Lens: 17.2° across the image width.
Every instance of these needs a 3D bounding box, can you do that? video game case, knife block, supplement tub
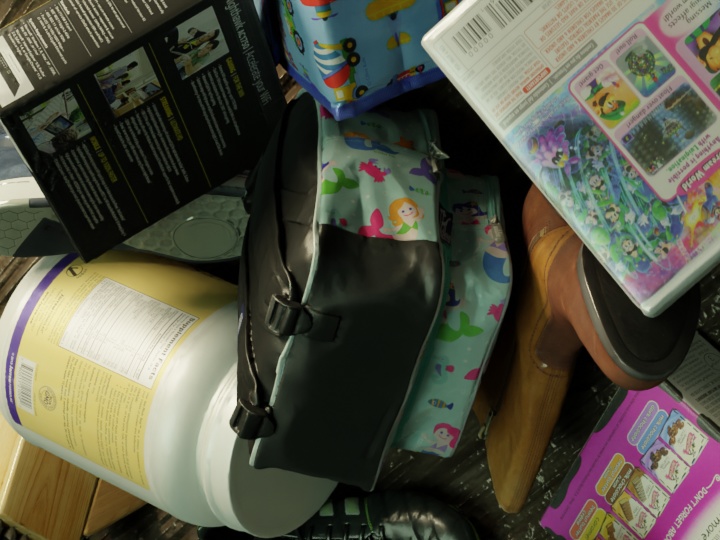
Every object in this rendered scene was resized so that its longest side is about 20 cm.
[{"bbox_3d":[0.158,-0.110,1.155,0.200,0.024,0.182,-41,77,11],"label":"video game case"},{"bbox_3d":[-0.234,0.146,1.587,0.064,0.175,0.201,-12,99,43],"label":"knife block"},{"bbox_3d":[-0.113,0.071,1.465,0.199,0.145,0.146,22,121,34],"label":"supplement tub"}]

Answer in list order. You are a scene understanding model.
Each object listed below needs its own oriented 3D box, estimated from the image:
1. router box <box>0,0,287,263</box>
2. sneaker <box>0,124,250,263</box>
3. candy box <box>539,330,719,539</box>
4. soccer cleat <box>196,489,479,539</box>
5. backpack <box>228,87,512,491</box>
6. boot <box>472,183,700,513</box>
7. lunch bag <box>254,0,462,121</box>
[{"bbox_3d":[-0.120,-0.094,1.308,0.051,0.149,0.200,57,174,22],"label":"router box"},{"bbox_3d":[-0.134,-0.080,1.470,0.201,0.147,0.077,2,141,0],"label":"sneaker"},{"bbox_3d":[0.206,0.148,1.266,0.200,0.061,0.137,44,132,21],"label":"candy box"},{"bbox_3d":[-0.014,0.171,1.463,0.199,0.081,0.068,2,109,42],"label":"soccer cleat"},{"bbox_3d":[0.000,0.000,1.316,0.200,0.150,0.178,-104,25,-51],"label":"backpack"},{"bbox_3d":[0.102,0.052,1.264,0.189,0.068,0.201,-112,34,-46],"label":"boot"},{"bbox_3d":[-0.030,-0.190,1.311,0.200,0.094,0.151,35,144,58],"label":"lunch bag"}]
